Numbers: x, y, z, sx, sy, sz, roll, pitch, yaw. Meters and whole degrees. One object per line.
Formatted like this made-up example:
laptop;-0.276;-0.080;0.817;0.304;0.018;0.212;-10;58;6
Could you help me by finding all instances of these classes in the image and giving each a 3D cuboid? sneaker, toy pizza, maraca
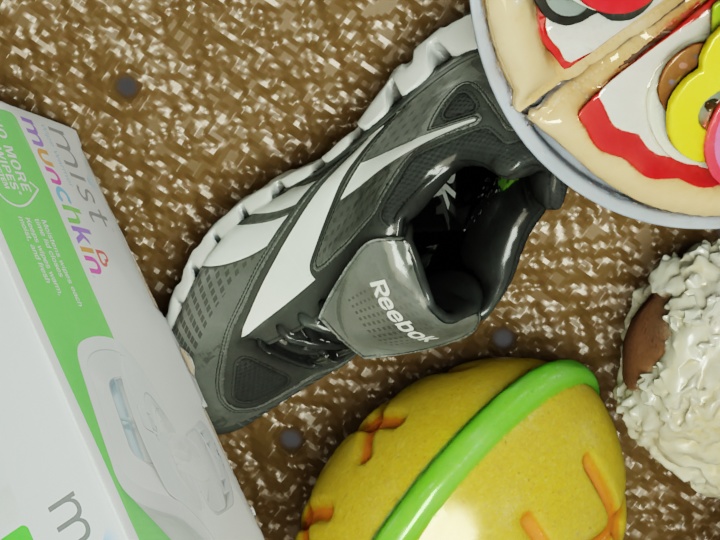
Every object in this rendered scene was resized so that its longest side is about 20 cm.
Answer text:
sneaker;0.000;0.000;0.908;0.066;0.091;0.200;33;115;-32
toy pizza;0.130;-0.104;0.836;0.199;0.032;0.201;-8;114;-17
maraca;0.022;0.115;0.932;0.107;0.137;0.200;37;95;25

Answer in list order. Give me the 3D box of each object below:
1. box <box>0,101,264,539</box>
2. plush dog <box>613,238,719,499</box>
box;-0.147;0.072;0.917;0.176;0.097;0.201;-34;69;21
plush dog;0.197;0.068;0.872;0.160;0.201;0.172;11;147;-32
